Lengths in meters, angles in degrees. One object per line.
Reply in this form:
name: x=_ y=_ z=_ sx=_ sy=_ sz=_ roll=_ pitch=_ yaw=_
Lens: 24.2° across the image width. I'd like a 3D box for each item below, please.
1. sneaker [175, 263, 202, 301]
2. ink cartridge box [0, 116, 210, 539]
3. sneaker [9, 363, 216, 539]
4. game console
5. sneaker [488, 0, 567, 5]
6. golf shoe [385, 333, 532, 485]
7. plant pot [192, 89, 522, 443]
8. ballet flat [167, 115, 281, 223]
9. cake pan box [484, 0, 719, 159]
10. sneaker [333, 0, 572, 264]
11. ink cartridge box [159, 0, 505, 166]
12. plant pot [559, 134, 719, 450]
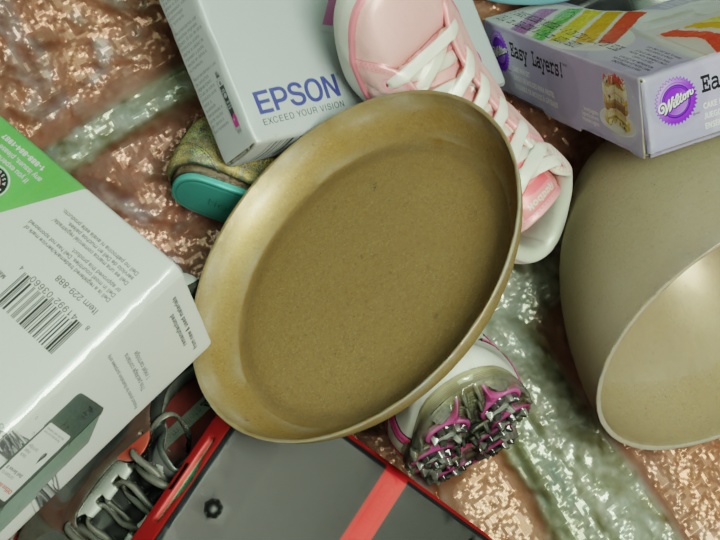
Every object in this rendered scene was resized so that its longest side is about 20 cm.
sneaker: x=-0.182 y=0.052 z=0.912 sx=0.200 sy=0.080 sz=0.086 roll=-39 pitch=67 yaw=-17
ink cartridge box: x=-0.198 y=0.044 z=0.825 sx=0.146 sy=0.084 sz=0.200 roll=39 pitch=72 yaw=25
sneaker: x=-0.123 y=0.114 z=0.898 sx=0.077 sy=0.082 sz=0.201 roll=36 pitch=73 yaw=-4
game console: x=-0.040 y=0.180 z=0.864 sx=0.177 sy=0.031 sz=0.201 roll=38 pitch=76 yaw=-14
sneaker: x=0.152 y=-0.229 z=1.044 sx=0.199 sy=0.131 sz=0.080 roll=-15 pitch=108 yaw=18
golf shoe: x=0.039 y=0.059 z=0.890 sx=0.072 sy=0.200 sz=0.093 roll=-26 pitch=79 yaw=-5
plant pot: x=0.000 y=0.000 z=0.841 sx=0.027 sy=0.199 sz=0.201 roll=40 pitch=69 yaw=-41
ballet flat: x=-0.013 y=-0.034 z=0.967 sx=0.199 sy=0.071 sz=0.071 roll=26 pitch=74 yaw=-8
cake pan box: x=0.192 y=-0.133 z=0.975 sx=0.183 sy=0.200 sz=0.053 roll=-16 pitch=112 yaw=-16
sneaker: x=0.060 y=-0.081 z=0.915 sx=0.075 sy=0.201 sz=0.104 roll=-42 pitch=46 yaw=-16
ink cartridge box: x=-0.029 y=-0.175 z=0.966 sx=0.196 sy=0.043 sz=0.201 roll=-19 pitch=85 yaw=-38
plant pot: x=0.192 y=-0.014 z=0.961 sx=0.199 sy=0.201 sz=0.135 roll=-17 pitch=53 yaw=-16
